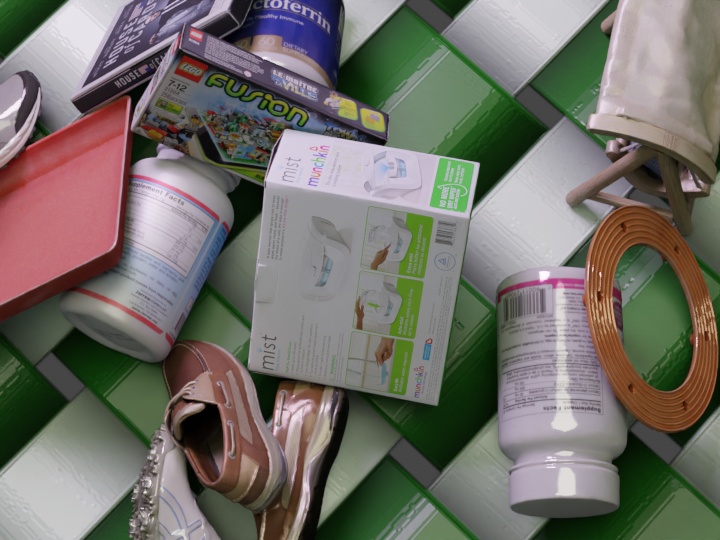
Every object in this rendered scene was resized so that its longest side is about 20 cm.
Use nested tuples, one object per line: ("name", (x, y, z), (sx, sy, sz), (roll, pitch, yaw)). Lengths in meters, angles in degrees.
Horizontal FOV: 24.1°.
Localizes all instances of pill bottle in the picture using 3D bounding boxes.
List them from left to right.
("pill bottle", (-0.181, -0.028, 1.516), (0.108, 0.109, 0.201), (23, 72, 7))
("pill bottle", (-0.074, -0.213, 1.545), (0.115, 0.116, 0.201), (4, 48, 1))
("pill bottle", (0.175, 0.108, 1.469), (0.112, 0.113, 0.202), (1, 72, 0))

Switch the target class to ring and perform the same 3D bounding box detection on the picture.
("ring", (0.252, 0.043, 1.475), (0.019, 0.200, 0.202), (-17, 66, 41))

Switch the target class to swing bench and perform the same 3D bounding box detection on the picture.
("swing bench", (0.272, -0.167, 1.510), (0.129, 0.200, 0.201), (14, 73, 5))

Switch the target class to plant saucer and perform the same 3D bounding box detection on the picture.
("plant saucer", (-0.279, -0.041, 1.492), (0.198, 0.037, 0.201), (-25, 41, 20))

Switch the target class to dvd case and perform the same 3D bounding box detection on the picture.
("dvd case", (-0.167, -0.230, 1.532), (0.199, 0.025, 0.151), (-23, 33, 32))

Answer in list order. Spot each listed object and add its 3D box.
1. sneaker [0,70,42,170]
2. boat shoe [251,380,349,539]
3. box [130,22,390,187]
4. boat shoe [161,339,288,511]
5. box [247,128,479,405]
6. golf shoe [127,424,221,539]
("sneaker", (-0.375, -0.117, 1.550), (0.200, 0.080, 0.074), (-44, 39, -14))
("boat shoe", (-0.068, 0.188, 1.471), (0.073, 0.076, 0.201), (14, 65, 8))
("box", (-0.087, -0.128, 1.462), (0.199, 0.110, 0.035), (22, 45, -17))
("boat shoe", (-0.130, 0.123, 1.448), (0.076, 0.071, 0.200), (-57, 42, 16))
("box", (0.000, 0.000, 1.453), (0.175, 0.201, 0.097), (10, 34, 4))
("golf shoe", (-0.152, 0.237, 1.463), (0.096, 0.078, 0.202), (5, 77, -16))
